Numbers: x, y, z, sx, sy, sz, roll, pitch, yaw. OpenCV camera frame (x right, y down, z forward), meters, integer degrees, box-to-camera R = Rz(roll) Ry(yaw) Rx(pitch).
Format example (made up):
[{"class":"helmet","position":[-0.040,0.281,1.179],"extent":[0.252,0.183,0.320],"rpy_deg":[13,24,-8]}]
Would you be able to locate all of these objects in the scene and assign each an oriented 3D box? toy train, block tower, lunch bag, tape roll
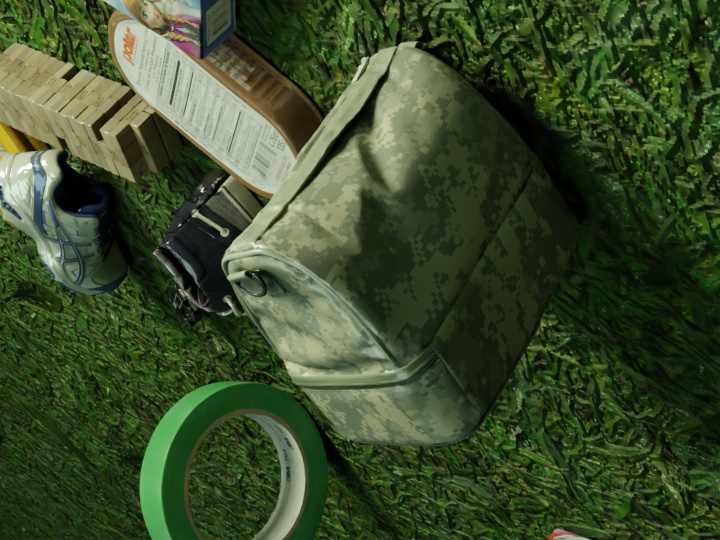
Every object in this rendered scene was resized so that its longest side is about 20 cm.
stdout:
[{"class":"toy train","position":[-0.153,0.003,1.203],"extent":[0.046,0.034,0.200],"rpy_deg":[50,154,9]},{"class":"block tower","position":[-0.247,-0.139,1.096],"extent":[0.198,0.054,0.058],"rpy_deg":[22,146,31]},{"class":"lunch bag","position":[0.022,-0.019,0.779],"extent":[0.138,0.201,0.168],"rpy_deg":[-3,134,49]},{"class":"tape roll","position":[-0.124,0.214,1.284],"extent":[0.048,0.201,0.201],"rpy_deg":[-5,128,53]}]

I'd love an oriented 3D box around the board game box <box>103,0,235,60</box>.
[{"class":"board game box","position":[-0.171,-0.263,0.832],"extent":[0.198,0.043,0.201],"rpy_deg":[33,149,17]}]

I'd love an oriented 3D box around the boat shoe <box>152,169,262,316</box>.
[{"class":"boat shoe","position":[-0.087,0.018,1.074],"extent":[0.200,0.093,0.075],"rpy_deg":[46,152,-9]}]

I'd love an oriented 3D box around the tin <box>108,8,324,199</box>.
[{"class":"tin","position":[-0.106,-0.130,0.950],"extent":[0.199,0.042,0.112],"rpy_deg":[39,148,5]}]

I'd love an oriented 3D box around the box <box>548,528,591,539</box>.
[{"class":"box","position":[0.218,0.341,1.141],"extent":[0.095,0.100,0.201],"rpy_deg":[9,138,44]}]

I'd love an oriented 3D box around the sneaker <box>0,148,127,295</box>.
[{"class":"sneaker","position":[-0.274,-0.043,1.245],"extent":[0.087,0.076,0.200],"rpy_deg":[-11,145,21]}]

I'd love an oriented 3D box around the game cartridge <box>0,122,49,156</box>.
[{"class":"game cartridge","position":[-0.410,-0.171,1.278],"extent":[0.198,0.033,0.177],"rpy_deg":[7,136,45]}]
